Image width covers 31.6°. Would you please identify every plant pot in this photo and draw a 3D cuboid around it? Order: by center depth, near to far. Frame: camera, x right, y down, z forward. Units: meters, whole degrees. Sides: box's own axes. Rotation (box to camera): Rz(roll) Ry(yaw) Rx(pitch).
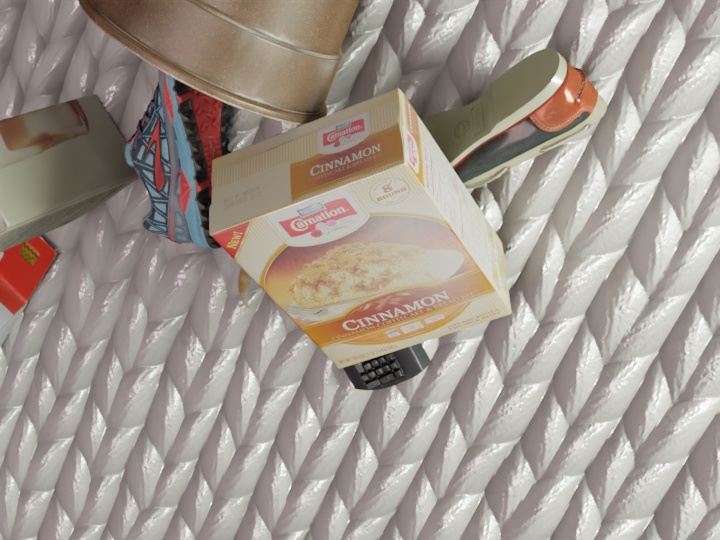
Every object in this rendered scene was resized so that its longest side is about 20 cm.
[{"bbox_3d":[-0.071,-0.240,0.906,0.200,0.200,0.199,31,108,10],"label":"plant pot"}]

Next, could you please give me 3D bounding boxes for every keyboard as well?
[{"bbox_3d":[0.000,0.000,1.066,0.127,0.021,0.201,-27,96,27],"label":"keyboard"}]

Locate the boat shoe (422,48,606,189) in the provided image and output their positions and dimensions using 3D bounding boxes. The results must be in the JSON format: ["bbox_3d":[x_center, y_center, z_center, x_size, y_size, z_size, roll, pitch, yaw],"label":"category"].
[{"bbox_3d":[0.093,-0.095,0.974,0.199,0.072,0.062,-31,132,33],"label":"boat shoe"}]

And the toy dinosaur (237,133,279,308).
[{"bbox_3d":[-0.072,-0.042,1.043,0.200,0.058,0.101,-39,89,34],"label":"toy dinosaur"}]

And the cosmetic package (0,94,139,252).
[{"bbox_3d":[-0.285,-0.074,1.058,0.103,0.200,0.088,-30,93,26],"label":"cosmetic package"}]

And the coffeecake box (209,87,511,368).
[{"bbox_3d":[0.004,-0.023,0.943,0.153,0.073,0.200,-18,140,19],"label":"coffeecake box"}]

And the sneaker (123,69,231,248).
[{"bbox_3d":[-0.163,-0.115,1.063,0.095,0.079,0.202,3,107,23],"label":"sneaker"}]

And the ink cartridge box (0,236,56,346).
[{"bbox_3d":[-0.399,0.008,1.215,0.162,0.050,0.200,42,120,5],"label":"ink cartridge box"}]
